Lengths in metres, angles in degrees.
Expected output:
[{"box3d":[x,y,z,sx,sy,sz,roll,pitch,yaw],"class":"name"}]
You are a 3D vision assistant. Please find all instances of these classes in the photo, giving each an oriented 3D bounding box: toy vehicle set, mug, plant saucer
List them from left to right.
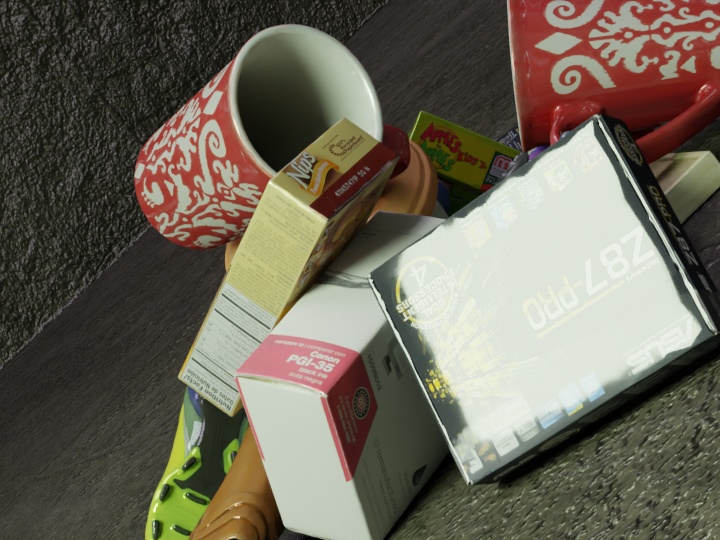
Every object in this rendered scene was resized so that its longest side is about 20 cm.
[{"box3d":[-0.073,-0.082,1.599,0.200,0.177,0.134,-27,32,54],"class":"mug"},{"box3d":[-0.031,-0.049,1.692,0.199,0.038,0.201,-21,39,18],"class":"plant saucer"},{"box3d":[0.181,-0.017,1.559,0.200,0.027,0.124,-43,15,-14],"class":"toy vehicle set"},{"box3d":[0.224,-0.152,1.618,0.198,0.179,0.133,-6,-14,6],"class":"mug"}]

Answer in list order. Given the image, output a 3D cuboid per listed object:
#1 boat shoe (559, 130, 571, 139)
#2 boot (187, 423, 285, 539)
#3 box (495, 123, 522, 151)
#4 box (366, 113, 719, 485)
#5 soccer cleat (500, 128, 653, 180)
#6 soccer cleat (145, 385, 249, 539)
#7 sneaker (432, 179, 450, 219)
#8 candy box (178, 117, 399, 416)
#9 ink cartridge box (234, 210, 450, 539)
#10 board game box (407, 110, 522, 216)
[{"box3d":[0.184,-0.031,1.462,0.072,0.073,0.201,-9,43,8],"class":"boat shoe"},{"box3d":[-0.079,0.164,1.455,0.201,0.076,0.155,-56,-2,13],"class":"boot"},{"box3d":[0.206,-0.136,1.918,0.160,0.044,0.200,-39,11,6],"class":"box"},{"box3d":[0.119,0.021,1.292,0.199,0.162,0.049,-34,-17,24],"class":"box"},{"box3d":[0.171,-0.078,1.701,0.200,0.073,0.068,-51,-18,-24],"class":"soccer cleat"},{"box3d":[-0.127,0.157,1.629,0.084,0.064,0.201,117,169,-61],"class":"soccer cleat"},{"box3d":[0.001,0.000,1.700,0.199,0.081,0.115,-34,29,2],"class":"sneaker"},{"box3d":[-0.053,-0.002,1.451,0.115,0.055,0.201,-44,-16,-51],"class":"candy box"},{"box3d":[0.012,0.073,1.422,0.082,0.147,0.200,9,41,34],"class":"ink cartridge box"},{"box3d":[0.081,-0.084,1.835,0.200,0.101,0.048,123,170,-80],"class":"board game box"}]
